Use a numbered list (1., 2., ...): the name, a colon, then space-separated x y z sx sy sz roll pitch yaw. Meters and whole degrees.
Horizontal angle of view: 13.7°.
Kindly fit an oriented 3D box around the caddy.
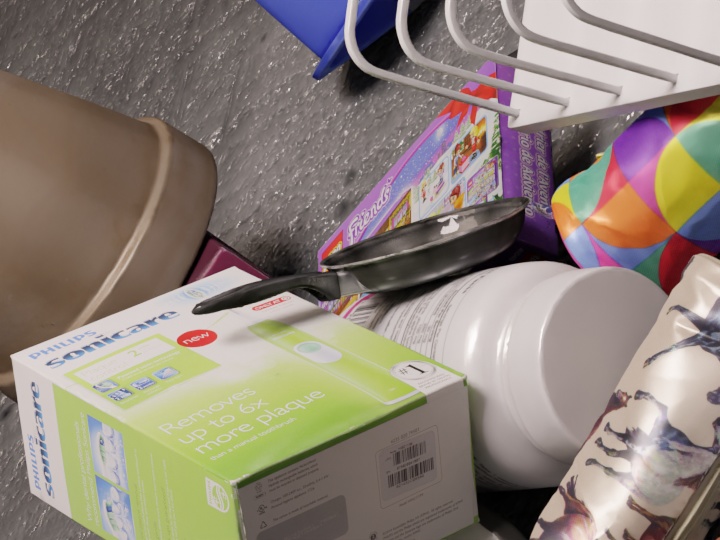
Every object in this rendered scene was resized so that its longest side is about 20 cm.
1. caddy: 0.010 -0.222 1.986 0.201 0.105 0.141 -55 1 3

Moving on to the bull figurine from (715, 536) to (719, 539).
1. bull figurine: 0.163 0.153 1.278 0.199 0.065 0.122 -32 36 25

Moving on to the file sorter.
1. file sorter: 0.099 -0.159 1.474 0.200 0.124 0.140 -8 71 58

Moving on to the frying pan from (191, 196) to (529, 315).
1. frying pan: 0.014 -0.003 1.520 0.114 0.031 0.190 -12 9 38

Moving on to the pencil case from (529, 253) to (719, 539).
1. pencil case: 0.146 0.088 1.389 0.201 0.078 0.089 -59 24 -5

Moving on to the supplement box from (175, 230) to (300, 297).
1. supplement box: -0.115 0.041 1.896 0.131 0.103 0.200 -56 25 -1

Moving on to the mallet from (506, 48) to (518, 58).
1. mallet: 0.091 -0.048 1.709 0.066 0.041 0.201 -38 34 42

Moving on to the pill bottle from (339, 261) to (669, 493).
1. pill bottle: 0.072 0.055 1.522 0.200 0.113 0.114 -10 51 58

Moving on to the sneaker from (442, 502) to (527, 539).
1. sneaker: -0.016 0.156 1.510 0.200 0.068 0.108 14 37 32

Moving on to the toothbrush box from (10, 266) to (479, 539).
1. toothbrush box: -0.059 0.084 1.491 0.145 0.087 0.200 -22 27 -31

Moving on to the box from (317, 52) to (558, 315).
1. box: 0.041 -0.009 1.695 0.200 0.039 0.137 -47 32 41

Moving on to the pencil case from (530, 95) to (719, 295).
1. pencil case: 0.181 -0.068 1.508 0.200 0.088 0.089 -42 28 25

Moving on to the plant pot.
1. plant pot: -0.216 -0.037 1.847 0.200 0.173 0.201 -43 27 29
